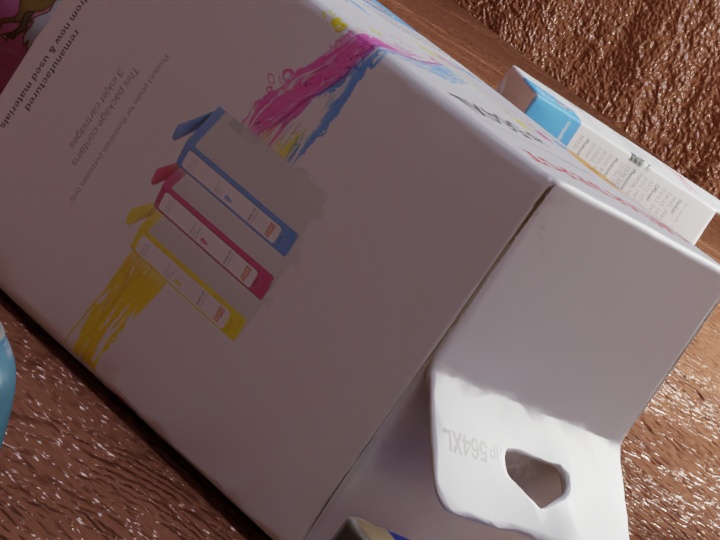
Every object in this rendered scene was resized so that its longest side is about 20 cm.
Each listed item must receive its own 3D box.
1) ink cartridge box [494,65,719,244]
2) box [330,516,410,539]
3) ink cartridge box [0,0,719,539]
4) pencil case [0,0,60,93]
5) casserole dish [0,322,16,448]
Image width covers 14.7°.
[{"bbox_3d":[0.180,-0.059,2.006,0.200,0.067,0.116,32,9,-12],"label":"ink cartridge box"},{"bbox_3d":[0.085,0.135,0.717,0.200,0.032,0.121,29,10,-37],"label":"box"},{"bbox_3d":[0.000,0.000,0.813,0.200,0.126,0.128,39,10,32],"label":"ink cartridge box"},{"bbox_3d":[-0.105,-0.075,0.978,0.200,0.083,0.086,37,20,21],"label":"pencil case"},{"bbox_3d":[-0.139,0.002,0.575,0.121,0.039,0.200,38,8,18],"label":"casserole dish"}]
